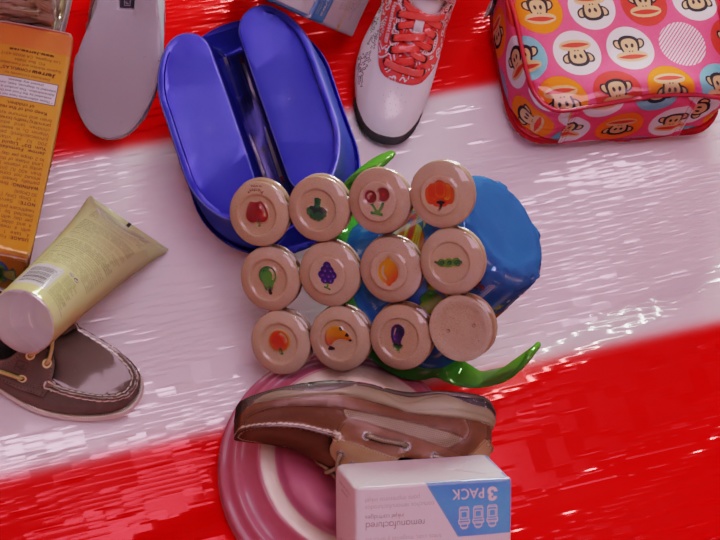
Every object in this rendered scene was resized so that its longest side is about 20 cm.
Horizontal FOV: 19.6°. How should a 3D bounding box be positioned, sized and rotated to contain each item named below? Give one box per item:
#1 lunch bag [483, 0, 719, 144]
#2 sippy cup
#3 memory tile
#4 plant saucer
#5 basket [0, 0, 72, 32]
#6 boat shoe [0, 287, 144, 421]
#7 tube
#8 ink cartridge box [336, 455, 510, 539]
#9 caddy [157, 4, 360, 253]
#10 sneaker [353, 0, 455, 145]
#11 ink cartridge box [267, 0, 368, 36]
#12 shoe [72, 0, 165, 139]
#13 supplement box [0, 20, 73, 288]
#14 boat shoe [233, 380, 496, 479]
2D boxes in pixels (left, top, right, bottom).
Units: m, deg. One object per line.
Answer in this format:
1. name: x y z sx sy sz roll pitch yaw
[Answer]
1. lunch bag: 0.211 -0.202 1.782 0.198 0.082 0.178 -4 67 -14
2. sippy cup: 0.065 -0.004 1.605 0.177 0.130 0.140 28 43 -33
3. memory tile: 0.000 0.000 1.558 0.198 0.017 0.155 -5 99 22
4. plant saucer: -0.008 0.151 1.592 0.199 0.051 0.202 5 66 -12
5. basket: -0.321 -0.270 1.664 0.198 0.123 0.137 13 65 -8
6. boat shoe: -0.257 0.055 1.570 0.200 0.060 0.073 21 63 -3
7. tube: -0.212 0.001 1.575 0.200 0.052 0.058 -54 128 -61
8. ink cartridge box: 0.045 0.241 1.495 0.114 0.068 0.202 -3 100 -13
9. caddy: -0.081 -0.112 1.664 0.140 0.105 0.201 -19 77 1
10. sneaker: 0.044 -0.212 1.722 0.067 0.108 0.203 18 73 -3
11. ink cartridge box: -0.054 -0.248 1.703 0.114 0.200 0.068 26 97 11
12. shoe: -0.186 -0.207 1.700 0.071 0.091 0.202 6 94 3
13. supplement box: -0.273 -0.090 1.629 0.068 0.067 0.202 9 64 -9
14. boat shoe: 0.006 0.127 1.538 0.198 0.076 0.075 4 71 -12
